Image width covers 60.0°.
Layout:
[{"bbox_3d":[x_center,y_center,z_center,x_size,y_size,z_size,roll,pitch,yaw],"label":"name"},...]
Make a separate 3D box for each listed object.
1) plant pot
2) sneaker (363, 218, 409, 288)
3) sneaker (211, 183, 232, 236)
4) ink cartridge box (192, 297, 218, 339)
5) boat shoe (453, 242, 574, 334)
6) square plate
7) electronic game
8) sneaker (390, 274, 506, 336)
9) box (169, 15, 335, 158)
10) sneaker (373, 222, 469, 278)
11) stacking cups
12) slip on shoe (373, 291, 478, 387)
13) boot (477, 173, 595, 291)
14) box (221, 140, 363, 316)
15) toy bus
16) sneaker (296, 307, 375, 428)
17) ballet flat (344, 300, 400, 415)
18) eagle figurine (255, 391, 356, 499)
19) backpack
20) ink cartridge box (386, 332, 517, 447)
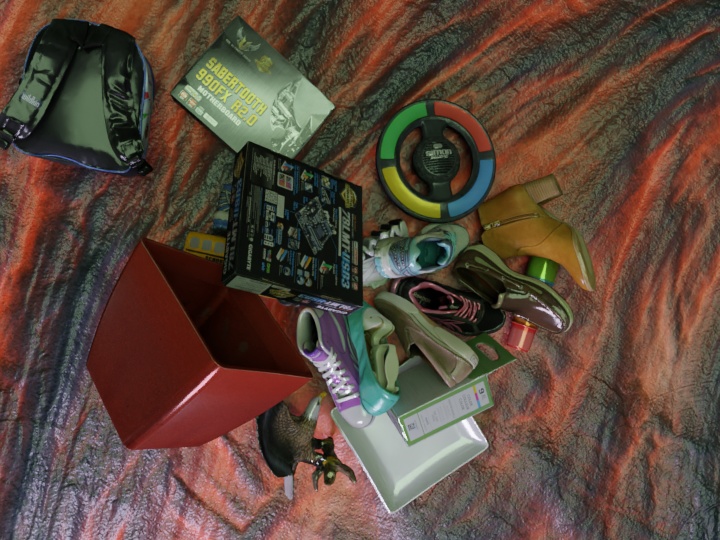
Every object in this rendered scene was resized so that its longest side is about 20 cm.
[{"bbox_3d":[-0.214,0.111,0.775,0.176,0.199,0.200,-46,63,11],"label":"plant pot"},{"bbox_3d":[0.000,0.000,0.976,0.198,0.075,0.082,-31,105,-7],"label":"sneaker"},{"bbox_3d":[-0.119,-0.088,0.928,0.198,0.077,0.087,5,85,-35],"label":"sneaker"},{"bbox_3d":[-0.262,0.141,0.925,0.143,0.087,0.203,-13,95,-9],"label":"ink cartridge box"},{"bbox_3d":[0.231,0.041,0.973,0.201,0.075,0.075,35,47,22],"label":"boat shoe"},{"bbox_3d":[0.080,0.256,1.013,0.199,0.028,0.200,-31,95,-8],"label":"square plate"},{"bbox_3d":[0.121,-0.175,0.993,0.197,0.042,0.203,1,82,-8],"label":"electronic game"},{"bbox_3d":[0.147,0.058,0.987,0.197,0.095,0.080,16,87,-11],"label":"sneaker"},{"bbox_3d":[-0.161,-0.255,0.952,0.200,0.048,0.159,42,85,-8],"label":"box"},{"bbox_3d":[0.115,-0.027,0.952,0.199,0.086,0.079,-20,104,-42],"label":"sneaker"},{"bbox_3d":[0.291,0.034,1.026,0.060,0.060,0.203,16,88,-9],"label":"stacking cups"},{"bbox_3d":[0.085,0.102,0.943,0.199,0.076,0.061,35,77,31],"label":"slip on shoe"},{"bbox_3d":[0.272,-0.039,0.985,0.143,0.070,0.204,-26,72,28],"label":"boot"},{"bbox_3d":[-0.086,-0.055,0.869,0.197,0.049,0.203,17,61,-33],"label":"box"},{"bbox_3d":[-0.160,0.000,0.920,0.197,0.065,0.079,11,87,10],"label":"toy bus"},{"bbox_3d":[-0.045,0.147,0.932,0.072,0.114,0.203,-25,81,21],"label":"sneaker"},{"bbox_3d":[0.025,0.114,0.933,0.067,0.070,0.202,23,45,-42],"label":"ballet flat"},{"bbox_3d":[-0.108,0.232,0.928,0.199,0.151,0.152,39,47,-24],"label":"eagle figurine"},{"bbox_3d":[-0.372,-0.239,0.867,0.197,0.154,0.193,11,97,-15],"label":"backpack"},{"bbox_3d":[0.134,0.178,0.949,0.198,0.104,0.060,-25,112,-9],"label":"ink cartridge box"}]
